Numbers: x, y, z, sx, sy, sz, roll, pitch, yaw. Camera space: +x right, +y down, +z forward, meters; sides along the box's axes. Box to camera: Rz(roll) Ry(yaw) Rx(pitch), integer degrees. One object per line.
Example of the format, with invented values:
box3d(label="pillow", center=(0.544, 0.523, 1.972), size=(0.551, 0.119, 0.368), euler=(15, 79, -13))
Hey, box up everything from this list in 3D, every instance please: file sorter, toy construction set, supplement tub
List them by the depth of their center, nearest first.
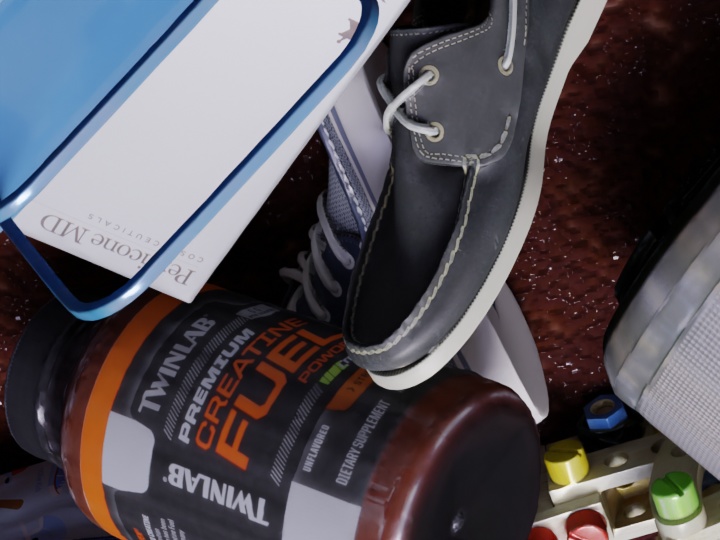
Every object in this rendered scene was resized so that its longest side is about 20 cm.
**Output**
box3d(label="file sorter", center=(-0.112, -0.101, 0.695), size=(0.139, 0.123, 0.200), euler=(-47, 123, 0))
box3d(label="supplement tub", center=(-0.039, 0.066, 0.927), size=(0.199, 0.107, 0.107), euler=(17, 139, 31))
box3d(label="toy construction set", center=(0.088, 0.107, 1.021), size=(0.199, 0.131, 0.092), euler=(-5, 120, 2))

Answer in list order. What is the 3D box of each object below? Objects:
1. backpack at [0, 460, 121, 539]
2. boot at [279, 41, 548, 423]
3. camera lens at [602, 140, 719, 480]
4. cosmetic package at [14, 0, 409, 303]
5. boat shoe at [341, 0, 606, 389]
box3d(label="backpack", center=(-0.124, 0.168, 1.048), size=(0.190, 0.154, 0.200), euler=(-26, 127, 5))
box3d(label="boot", center=(0.000, 0.000, 0.960), size=(0.090, 0.073, 0.200), euler=(-17, 126, 14))
box3d(label="camera lens", center=(0.203, 0.032, 0.909), size=(0.200, 0.160, 0.160), euler=(40, 125, 13))
box3d(label="cosmetic package", center=(-0.059, -0.096, 0.864), size=(0.113, 0.081, 0.200), euler=(21, 124, -21))
box3d(label="boat shoe", center=(0.029, -0.058, 0.854), size=(0.068, 0.201, 0.072), euler=(28, 165, -33))
